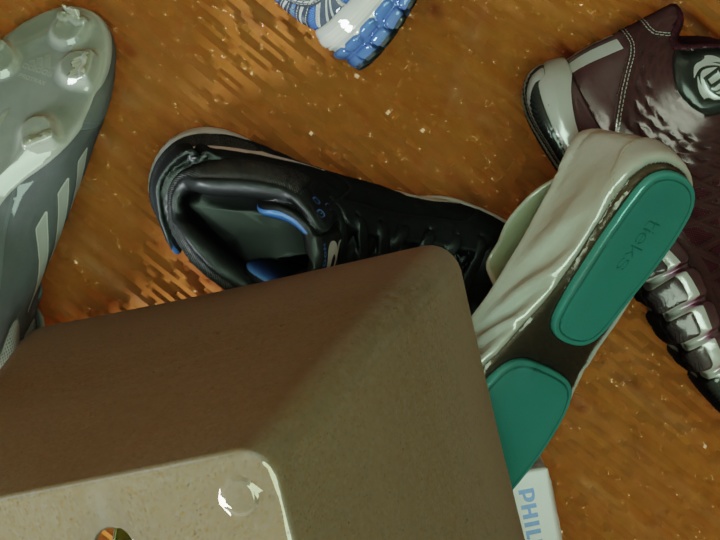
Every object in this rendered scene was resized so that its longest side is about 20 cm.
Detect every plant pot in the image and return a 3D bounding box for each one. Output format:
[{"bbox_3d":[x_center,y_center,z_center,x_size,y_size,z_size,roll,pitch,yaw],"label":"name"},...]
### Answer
[{"bbox_3d":[-0.055,0.121,0.945,0.198,0.177,0.201,-12,98,18],"label":"plant pot"}]

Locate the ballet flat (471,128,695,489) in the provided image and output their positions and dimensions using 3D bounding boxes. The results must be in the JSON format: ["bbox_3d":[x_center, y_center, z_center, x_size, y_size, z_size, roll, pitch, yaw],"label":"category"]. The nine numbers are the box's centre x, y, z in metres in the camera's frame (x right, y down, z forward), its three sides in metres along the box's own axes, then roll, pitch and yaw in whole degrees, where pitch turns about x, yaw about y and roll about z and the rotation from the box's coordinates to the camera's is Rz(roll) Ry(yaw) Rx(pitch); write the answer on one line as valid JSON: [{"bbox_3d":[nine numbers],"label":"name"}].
[{"bbox_3d":[0.067,0.026,1.040,0.069,0.069,0.201,33,97,-9],"label":"ballet flat"}]

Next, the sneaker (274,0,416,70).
[{"bbox_3d":[0.017,-0.191,1.049,0.085,0.077,0.201,29,97,-4],"label":"sneaker"}]

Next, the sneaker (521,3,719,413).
[{"bbox_3d":[0.167,-0.029,1.088,0.115,0.076,0.201,-33,100,0],"label":"sneaker"}]

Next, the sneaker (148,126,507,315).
[{"bbox_3d":[0.000,0.000,1.063,0.199,0.112,0.074,18,100,-6],"label":"sneaker"}]

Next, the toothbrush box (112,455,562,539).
[{"bbox_3d":[-0.003,0.168,1.107,0.198,0.086,0.147,-12,99,0],"label":"toothbrush box"}]

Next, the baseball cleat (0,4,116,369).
[{"bbox_3d":[-0.159,-0.017,1.078,0.069,0.107,0.201,21,72,21],"label":"baseball cleat"}]
